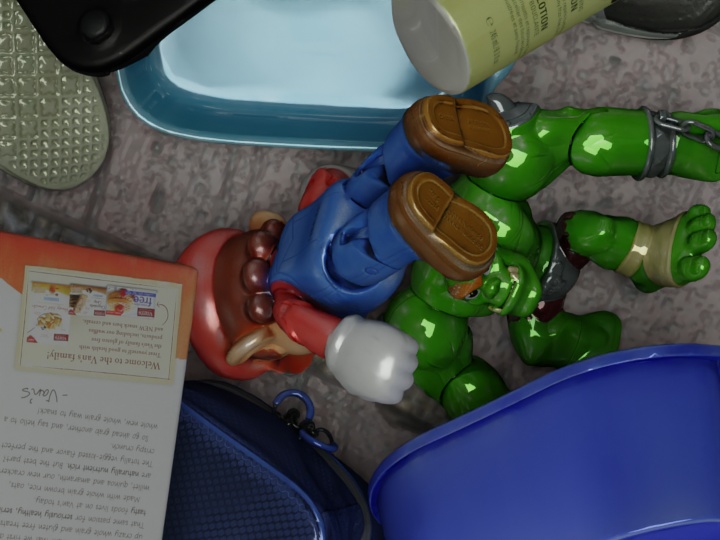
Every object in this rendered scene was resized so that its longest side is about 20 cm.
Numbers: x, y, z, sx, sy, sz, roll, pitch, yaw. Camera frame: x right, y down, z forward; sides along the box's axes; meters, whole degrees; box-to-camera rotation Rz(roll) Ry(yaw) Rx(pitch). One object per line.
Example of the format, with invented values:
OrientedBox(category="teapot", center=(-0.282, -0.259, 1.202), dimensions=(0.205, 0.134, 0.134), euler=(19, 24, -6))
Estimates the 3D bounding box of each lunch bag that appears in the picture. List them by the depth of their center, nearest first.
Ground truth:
OrientedBox(category="lunch bag", center=(-0.082, 0.141, 0.823), dimensions=(0.136, 0.132, 0.200), euler=(36, 93, 15))

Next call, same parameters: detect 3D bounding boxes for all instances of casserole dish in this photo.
OrientedBox(category="casserole dish", center=(-0.024, -0.120, 0.832), dimensions=(0.199, 0.039, 0.122), euler=(3, 105, 1))

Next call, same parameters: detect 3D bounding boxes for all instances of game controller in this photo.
OrientedBox(category="game controller", center=(-0.131, -0.182, 0.796), dimensions=(0.104, 0.042, 0.200), euler=(-39, 70, 11))

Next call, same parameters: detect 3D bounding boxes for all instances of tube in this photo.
OrientedBox(category="tube", center=(0.104, -0.143, 0.748), dimensions=(0.200, 0.058, 0.052), euler=(-33, 85, -22))

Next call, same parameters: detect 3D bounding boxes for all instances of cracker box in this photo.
OrientedBox(category="cracker box", center=(-0.148, 0.086, 0.708), dimensions=(0.134, 0.058, 0.201), euler=(12, 82, -30))

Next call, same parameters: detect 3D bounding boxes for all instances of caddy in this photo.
OrientedBox(category="caddy", center=(0.098, 0.098, 0.780), dimensions=(0.200, 0.141, 0.105), euler=(-28, 54, 29))

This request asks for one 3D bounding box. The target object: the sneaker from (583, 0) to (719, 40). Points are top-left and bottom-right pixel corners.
OrientedBox(category="sneaker", center=(0.089, -0.169, 0.798), dimensions=(0.200, 0.116, 0.075), euler=(32, 94, -3))

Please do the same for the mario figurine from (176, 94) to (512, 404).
OrientedBox(category="mario figurine", center=(0.000, 0.000, 0.798), dimensions=(0.123, 0.200, 0.106), euler=(-35, 93, -41))

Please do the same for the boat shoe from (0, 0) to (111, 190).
OrientedBox(category="boat shoe", center=(-0.191, -0.121, 0.829), dimensions=(0.075, 0.062, 0.200), euler=(-43, 110, -1))

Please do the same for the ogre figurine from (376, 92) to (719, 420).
OrientedBox(category="ogre figurine", center=(0.081, 0.003, 0.830), dimensions=(0.120, 0.098, 0.200), euler=(20, 128, -15))
